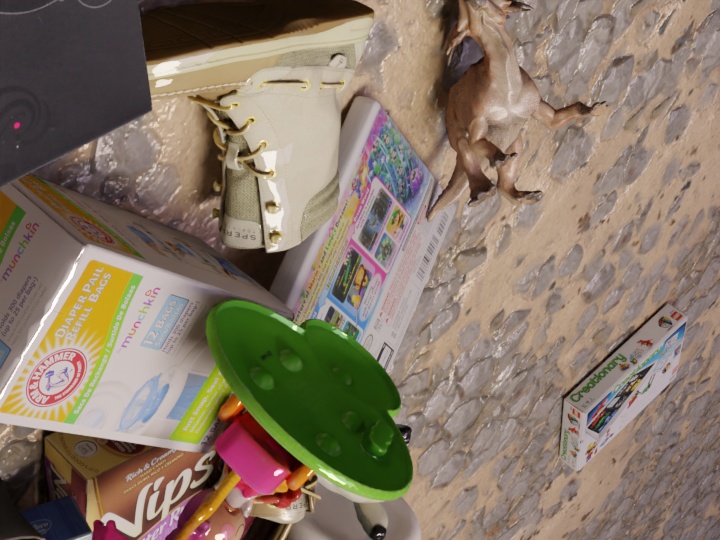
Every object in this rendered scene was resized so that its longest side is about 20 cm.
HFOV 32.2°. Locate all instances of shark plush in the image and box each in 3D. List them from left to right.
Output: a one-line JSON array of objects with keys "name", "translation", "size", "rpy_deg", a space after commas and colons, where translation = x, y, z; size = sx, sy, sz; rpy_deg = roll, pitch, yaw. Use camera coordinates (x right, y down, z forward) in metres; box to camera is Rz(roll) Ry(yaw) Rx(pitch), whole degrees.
[{"name": "shark plush", "translation": [-0.007, 0.148, 1.036], "size": [0.200, 0.083, 0.091], "rpy_deg": [-66, 170, -81]}]

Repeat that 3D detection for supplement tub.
[{"name": "supplement tub", "translation": [-0.035, 0.290, 1.110], "size": [0.132, 0.132, 0.201], "rpy_deg": [-12, 129, -47]}]

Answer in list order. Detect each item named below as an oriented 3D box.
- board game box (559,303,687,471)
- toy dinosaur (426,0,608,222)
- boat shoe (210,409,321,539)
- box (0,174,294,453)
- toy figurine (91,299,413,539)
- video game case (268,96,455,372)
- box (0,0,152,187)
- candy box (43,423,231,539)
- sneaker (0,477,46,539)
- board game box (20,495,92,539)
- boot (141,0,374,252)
[{"name": "board game box", "translation": [0.322, 0.143, 1.529], "size": [0.200, 0.035, 0.126], "rpy_deg": [-37, 145, -25]}, {"name": "toy dinosaur", "translation": [0.092, -0.126, 0.923], "size": [0.086, 0.136, 0.200], "rpy_deg": [-16, 153, -28]}, {"name": "boat shoe", "translation": [-0.061, 0.154, 0.883], "size": [0.074, 0.066, 0.200], "rpy_deg": [2, 125, -43]}, {"name": "box", "translation": [-0.151, 0.028, 0.736], "size": [0.113, 0.101, 0.200], "rpy_deg": [-57, 148, 5]}, {"name": "toy figurine", "translation": [-0.078, 0.130, 0.750], "size": [0.184, 0.150, 0.200], "rpy_deg": [-47, 175, 15]}, {"name": "video game case", "translation": [0.000, 0.000, 0.932], "size": [0.201, 0.024, 0.182], "rpy_deg": [-67, 150, -13]}, {"name": "box", "translation": [-0.176, -0.145, 0.536], "size": [0.122, 0.106, 0.200], "rpy_deg": [-33, 143, -29]}, {"name": "candy box", "translation": [-0.133, 0.137, 0.909], "size": [0.200, 0.056, 0.117], "rpy_deg": [-25, 138, -40]}, {"name": "sneaker", "translation": [-0.279, 0.157, 0.687], "size": [0.200, 0.106, 0.075], "rpy_deg": [-23, 137, -40]}, {"name": "board game box", "translation": [-0.276, 0.258, 0.815], "size": [0.199, 0.043, 0.200], "rpy_deg": [-15, 131, -30]}, {"name": "boot", "translation": [-0.074, -0.082, 0.754], "size": [0.200, 0.072, 0.155], "rpy_deg": [-22, 131, -46]}]
